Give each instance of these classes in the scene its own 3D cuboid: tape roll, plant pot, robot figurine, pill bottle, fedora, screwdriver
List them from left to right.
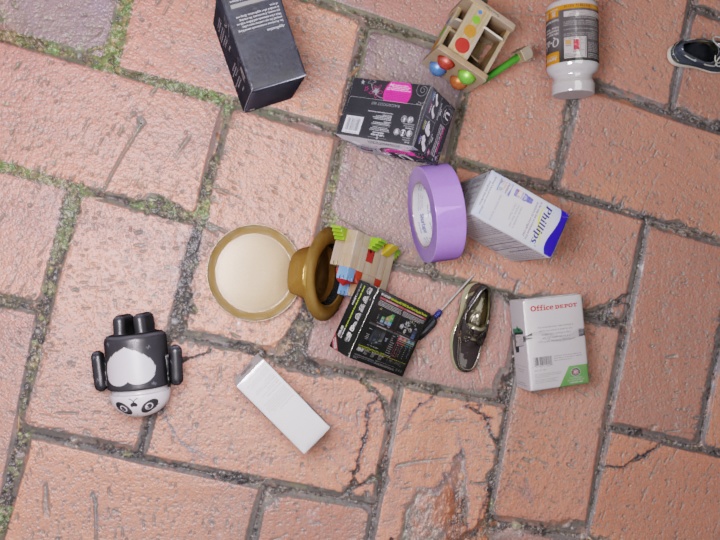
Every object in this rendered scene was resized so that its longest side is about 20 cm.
[{"bbox_3d":[-0.437,0.185,1.545,0.124,0.149,0.202,-6,91,-48],"label":"robot figurine"},{"bbox_3d":[-0.221,0.005,1.644,0.198,0.027,0.202,0,89,-12],"label":"plant pot"},{"bbox_3d":[-0.094,0.006,1.619,0.081,0.200,0.203,1,89,24],"label":"fedora"},{"bbox_3d":[0.156,-0.119,1.637,0.065,0.200,0.202,-8,92,-11],"label":"tape roll"},{"bbox_3d":[0.186,0.074,1.734,0.200,0.028,0.029,-50,128,-10],"label":"screwdriver"},{"bbox_3d":[0.471,-0.491,1.750,0.115,0.116,0.202,0,90,-12],"label":"pill bottle"}]

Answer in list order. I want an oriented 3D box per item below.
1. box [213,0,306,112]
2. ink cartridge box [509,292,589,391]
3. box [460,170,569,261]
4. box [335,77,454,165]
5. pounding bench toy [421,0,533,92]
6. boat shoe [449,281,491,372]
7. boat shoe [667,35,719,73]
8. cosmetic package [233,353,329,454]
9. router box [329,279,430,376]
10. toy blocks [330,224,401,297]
[{"bbox_3d":[-0.204,-0.442,1.562,0.116,0.197,0.202,-19,94,-13],"label":"box"},{"bbox_3d":[0.419,0.155,1.752,0.144,0.084,0.202,-5,91,-13],"label":"ink cartridge box"},{"bbox_3d":[0.306,-0.111,1.679,0.199,0.184,0.106,28,82,-11],"label":"box"},{"bbox_3d":[0.072,-0.304,1.614,0.114,0.199,0.133,22,84,-54],"label":"box"},{"bbox_3d":[0.258,-0.459,1.699,0.199,0.124,0.157,30,84,-11],"label":"pounding bench toy"},{"bbox_3d":[0.243,0.125,1.724,0.072,0.065,0.202,7,90,-15],"label":"boat shoe"},{"bbox_3d":[0.825,-0.512,1.854,0.198,0.062,0.076,5,87,-13],"label":"boat shoe"},{"bbox_3d":[-0.163,0.272,1.613,0.200,0.113,0.081,46,81,-10],"label":"cosmetic package"},{"bbox_3d":[0.043,0.121,1.627,0.199,0.062,0.151,27,88,-48],"label":"router box"},{"bbox_3d":[0.000,0.000,1.632,0.199,0.099,0.138,23,80,-54],"label":"toy blocks"}]
